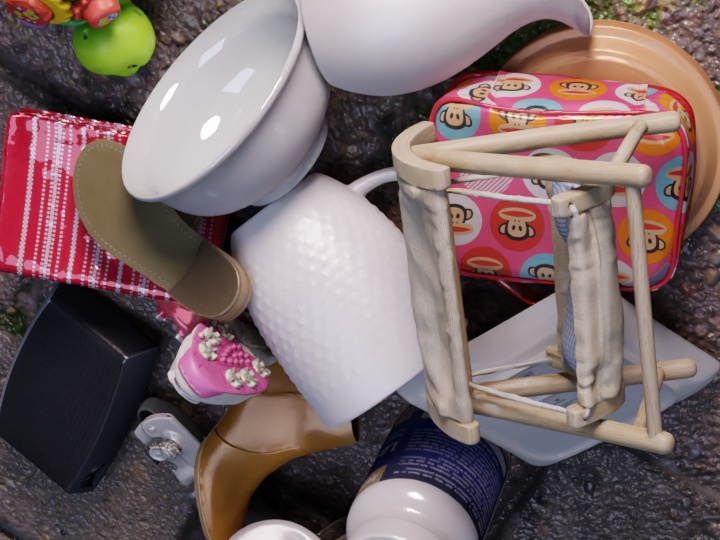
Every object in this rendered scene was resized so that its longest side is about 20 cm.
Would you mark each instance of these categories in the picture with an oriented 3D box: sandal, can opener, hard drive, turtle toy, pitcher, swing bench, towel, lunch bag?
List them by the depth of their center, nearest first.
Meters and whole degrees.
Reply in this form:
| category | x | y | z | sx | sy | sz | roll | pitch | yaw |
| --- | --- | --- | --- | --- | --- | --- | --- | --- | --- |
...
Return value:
| category | x | y | z | sx | sy | sz | roll | pitch | yaw |
| --- | --- | --- | --- | --- | --- | --- | --- | --- | --- |
| swing bench | 0.118 | 0.007 | 0.924 | 0.199 | 0.130 | 0.200 | -1 | 112 | 23 |
| pitcher | 0.055 | -0.227 | 0.992 | 0.199 | 0.121 | 0.173 | -15 | 90 | 14 |
| lunch bag | 0.149 | -0.054 | 1.016 | 0.199 | 0.082 | 0.177 | 8 | 118 | 15 |
| turtle toy | -0.230 | -0.233 | 1.064 | 0.145 | 0.102 | 0.200 | 6 | 160 | 35 |
| sandal | -0.157 | -0.025 | 1.116 | 0.212 | 0.070 | 0.078 | 41 | 96 | 28 |
| towel | -0.213 | -0.054 | 1.158 | 0.199 | 0.022 | 0.146 | 10 | 96 | -1 |
| can opener | -0.137 | 0.199 | 1.292 | 0.052 | 0.067 | 0.200 | -28 | 112 | 32 |
| hard drive | -0.281 | 0.116 | 1.296 | 0.135 | 0.042 | 0.201 | 37 | 122 | 13 |

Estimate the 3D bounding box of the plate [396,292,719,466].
| category | x | y | z | sx | sy | sz | roll | pitch | yaw |
| --- | --- | --- | --- | --- | --- | --- | --- | --- | --- |
| plate | 0.163 | 0.097 | 1.087 | 0.199 | 0.032 | 0.200 | -32 | 136 | 31 |

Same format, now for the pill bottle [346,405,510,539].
| category | x | y | z | sx | sy | sz | roll | pitch | yaw |
| --- | --- | --- | --- | --- | --- | --- | --- | --- | --- |
| pill bottle | 0.054 | 0.205 | 1.142 | 0.115 | 0.200 | 0.116 | 7 | 117 | 15 |

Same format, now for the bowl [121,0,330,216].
| category | x | y | z | sx | sy | sz | roll | pitch | yaw |
| --- | --- | --- | --- | --- | --- | --- | --- | --- | --- |
| bowl | -0.089 | -0.115 | 1.060 | 0.201 | 0.202 | 0.090 | -32 | 126 | 29 |

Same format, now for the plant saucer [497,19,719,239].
| category | x | y | z | sx | sy | sz | roll | pitch | yaw |
| --- | --- | --- | --- | --- | --- | --- | --- | --- | --- |
| plant saucer | 0.185 | -0.094 | 1.050 | 0.199 | 0.032 | 0.201 | 8 | 117 | 16 |

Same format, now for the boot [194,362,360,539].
| category | x | y | z | sx | sy | sz | roll | pitch | yaw |
| --- | --- | --- | --- | --- | --- | --- | --- | --- | --- |
| boot | -0.071 | 0.157 | 1.210 | 0.143 | 0.071 | 0.203 | 1 | 91 | 18 |

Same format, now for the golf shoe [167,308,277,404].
| category | x | y | z | sx | sy | sz | roll | pitch | yaw |
| --- | --- | --- | --- | --- | --- | --- | --- | --- | --- |
| golf shoe | -0.122 | 0.084 | 1.108 | 0.091 | 0.200 | 0.075 | -38 | 89 | 12 |

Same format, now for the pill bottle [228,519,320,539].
| category | x | y | z | sx | sy | sz | roll | pitch | yaw |
| --- | --- | --- | --- | --- | --- | --- | --- | --- | --- |
| pill bottle | -0.085 | 0.318 | 1.257 | 0.113 | 0.114 | 0.200 | 24 | 150 | 7 |

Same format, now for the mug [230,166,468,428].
| category | x | y | z | sx | sy | sz | roll | pitch | yaw |
| --- | --- | --- | --- | --- | --- | --- | --- | --- | --- |
| mug | 0.000 | 0.000 | 1.108 | 0.200 | 0.148 | 0.176 | -37 | 93 | -1 |

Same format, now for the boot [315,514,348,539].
| category | x | y | z | sx | sy | sz | roll | pitch | yaw |
| --- | --- | --- | --- | --- | --- | --- | --- | --- | --- |
| boot | 0.017 | 0.335 | 1.295 | 0.182 | 0.073 | 0.200 | -38 | 105 | 17 |

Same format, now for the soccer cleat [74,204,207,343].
| category | x | y | z | sx | sy | sz | roll | pitch | yaw |
| --- | --- | --- | --- | --- | --- | --- | --- | --- | --- |
| soccer cleat | -0.189 | -0.022 | 1.205 | 0.076 | 0.067 | 0.200 | -42 | 89 | -5 |
